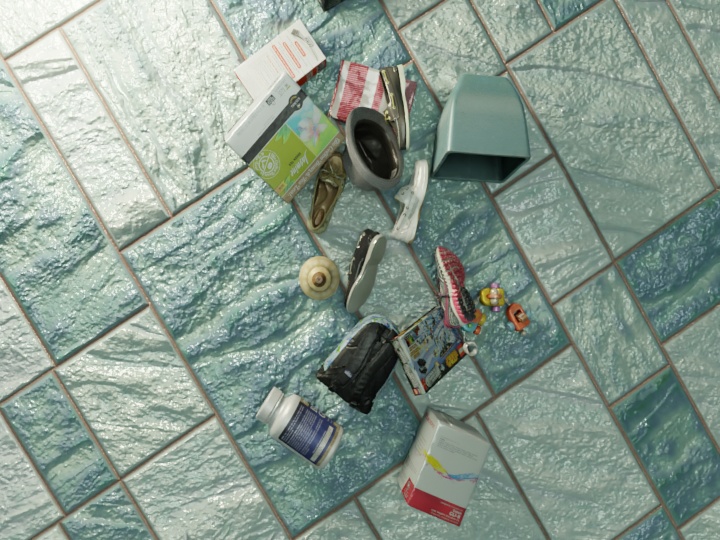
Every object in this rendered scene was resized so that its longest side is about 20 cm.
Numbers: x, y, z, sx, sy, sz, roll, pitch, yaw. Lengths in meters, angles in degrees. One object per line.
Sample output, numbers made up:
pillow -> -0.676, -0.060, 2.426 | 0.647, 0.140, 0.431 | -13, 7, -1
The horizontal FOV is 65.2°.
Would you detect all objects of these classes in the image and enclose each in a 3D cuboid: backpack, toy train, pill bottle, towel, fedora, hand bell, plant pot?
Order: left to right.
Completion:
pill bottle -> -0.145, 0.366, 1.329 | 0.198, 0.111, 0.113 | 36, 88, -4
hand bell -> -0.092, 0.020, 1.283 | 0.100, 0.200, 0.108 | 0, 91, -5
backpack -> 0.014, 0.201, 1.334 | 0.161, 0.154, 0.203 | 33, 108, -1
fedora -> 0.016, -0.270, 1.327 | 0.174, 0.089, 0.206 | -9, 75, -43
towel -> 0.031, -0.418, 1.376 | 0.194, 0.023, 0.149 | 16, 89, -4
plant pot -> 0.276, -0.337, 1.317 | 0.189, 0.196, 0.207 | 3, 82, -4
toy train -> 0.327, 0.117, 1.375 | 0.196, 0.056, 0.154 | -26, 88, -14

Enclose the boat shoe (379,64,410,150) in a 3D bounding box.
boat shoe -> 0.082, -0.382, 1.336 | 0.058, 0.072, 0.209 | -6, 83, 0

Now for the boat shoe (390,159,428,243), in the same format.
boat shoe -> 0.116, -0.173, 1.361 | 0.067, 0.071, 0.207 | 12, 91, -6

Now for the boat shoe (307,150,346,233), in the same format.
boat shoe -> -0.078, -0.189, 1.350 | 0.071, 0.063, 0.207 | 14, 89, -4

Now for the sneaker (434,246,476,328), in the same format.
sneaker -> 0.209, 0.038, 1.353 | 0.079, 0.074, 0.206 | 10, 59, -40

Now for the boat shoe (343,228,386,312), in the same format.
boat shoe -> 0.000, 0.000, 1.360 | 0.060, 0.073, 0.206 | 30, 108, 36

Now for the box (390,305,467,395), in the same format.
box -> 0.165, 0.182, 1.326 | 0.198, 0.039, 0.140 | -28, 94, -45

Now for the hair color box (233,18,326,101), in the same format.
hair color box -> -0.188, -0.481, 1.338 | 0.198, 0.064, 0.112 | -37, 94, -1

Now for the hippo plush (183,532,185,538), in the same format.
hippo plush -> -0.435, 0.761, 1.287 | 0.200, 0.161, 0.160 | -44, 93, -2

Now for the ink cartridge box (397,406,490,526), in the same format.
ink cartridge box -> 0.196, 0.457, 1.338 | 0.141, 0.145, 0.205 | 22, 90, -4

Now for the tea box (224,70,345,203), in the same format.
tea box -> -0.173, -0.301, 1.275 | 0.196, 0.134, 0.201 | 42, 93, -23
